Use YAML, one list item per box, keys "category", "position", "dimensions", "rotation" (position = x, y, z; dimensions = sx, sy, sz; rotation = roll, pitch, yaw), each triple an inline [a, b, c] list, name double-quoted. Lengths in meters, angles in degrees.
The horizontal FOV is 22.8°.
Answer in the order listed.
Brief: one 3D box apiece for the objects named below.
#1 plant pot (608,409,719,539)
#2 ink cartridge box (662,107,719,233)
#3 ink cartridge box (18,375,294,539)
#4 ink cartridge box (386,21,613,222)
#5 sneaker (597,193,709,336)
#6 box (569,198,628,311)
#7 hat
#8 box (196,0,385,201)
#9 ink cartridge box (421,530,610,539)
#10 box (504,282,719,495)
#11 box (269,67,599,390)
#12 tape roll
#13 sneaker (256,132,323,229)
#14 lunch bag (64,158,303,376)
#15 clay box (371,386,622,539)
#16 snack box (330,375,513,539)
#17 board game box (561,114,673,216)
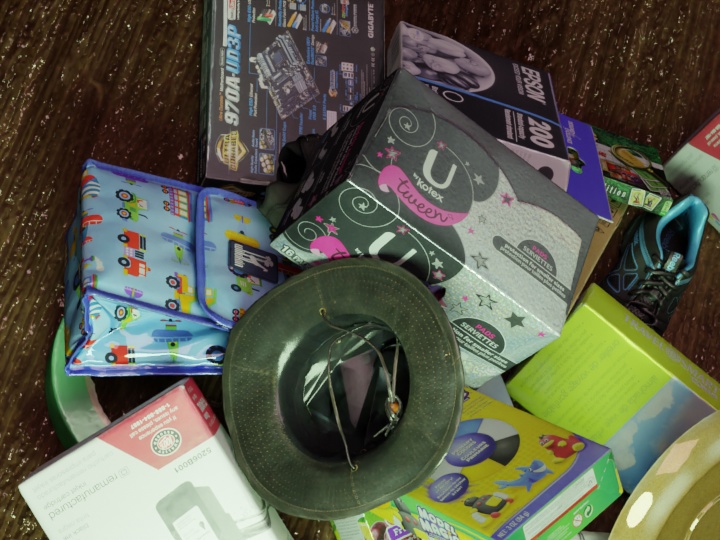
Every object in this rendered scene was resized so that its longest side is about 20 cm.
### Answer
- category: "plant pot"
  position: [0.267, 0.193, 1.386]
  dimensions: [0.200, 0.200, 0.027]
  rotation: [-32, 48, -25]
- category: "ink cartridge box"
  position: [0.386, -0.070, 1.595]
  dimensions: [0.200, 0.148, 0.086]
  rotation: [46, 64, 5]
- category: "ink cartridge box"
  position: [-0.137, 0.202, 1.327]
  dimensions: [0.145, 0.083, 0.200]
  rotation: [-32, 92, -2]
- category: "ink cartridge box"
  position: [0.119, -0.128, 1.497]
  dimensions: [0.200, 0.043, 0.198]
  rotation: [18, 27, -9]
- category: "sneaker"
  position: [0.244, 0.017, 1.555]
  dimensions: [0.073, 0.082, 0.200]
  rotation: [27, 66, -7]
- category: "box"
  position: [0.132, -0.050, 1.519]
  dimensions: [0.163, 0.021, 0.200]
  rotation: [31, 37, 5]
- category: "hat"
  position: [-0.001, 0.085, 1.295]
  dimensions: [0.081, 0.201, 0.201]
  rotation: [8, 59, -61]
- category: "box"
  position: [-0.059, -0.153, 1.545]
  dimensions: [0.159, 0.046, 0.200]
  rotation: [6, 69, -16]
- category: "ink cartridge box"
  position: [0.130, 0.272, 1.356]
  dimensions: [0.084, 0.200, 0.146]
  rotation: [-9, 76, 27]
- category: "box"
  position: [0.232, 0.118, 1.490]
  dimensions: [0.200, 0.122, 0.048]
  rotation: [39, 34, 0]
- category: "box"
  position: [0.058, -0.029, 1.327]
  dimensions: [0.200, 0.115, 0.132]
  rotation: [35, 49, -14]
- category: "tape roll"
  position: [-0.150, 0.087, 1.428]
  dimensions: [0.200, 0.048, 0.201]
  rotation: [6, 69, -16]
- category: "sneaker"
  position: [-0.017, -0.084, 1.441]
  dimensions: [0.091, 0.076, 0.200]
  rotation: [36, 36, -1]
- category: "lunch bag"
  position: [-0.123, 0.009, 1.375]
  dimensions: [0.200, 0.094, 0.151]
  rotation: [8, 42, -16]
- category: "clay box"
  position: [0.077, 0.146, 1.297]
  dimensions: [0.115, 0.200, 0.048]
  rotation: [-36, 125, -27]
- category: "snack box"
  position: [0.041, 0.134, 1.430]
  dimensions: [0.169, 0.068, 0.200]
  rotation: [-22, 87, -30]
- category: "board game box"
  position: [0.175, -0.110, 1.574]
  dimensions: [0.200, 0.023, 0.105]
  rotation: [18, 26, -11]
